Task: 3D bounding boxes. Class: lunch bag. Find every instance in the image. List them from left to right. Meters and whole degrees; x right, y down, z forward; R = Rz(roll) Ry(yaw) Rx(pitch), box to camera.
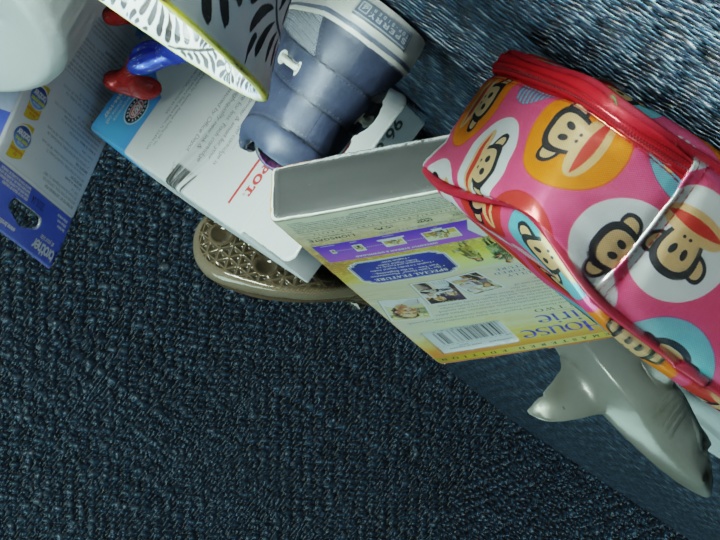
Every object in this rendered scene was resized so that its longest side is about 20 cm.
[{"bbox_3d":[0.121,-0.001,1.174,0.200,0.082,0.176,37,178,-19],"label":"lunch bag"}]

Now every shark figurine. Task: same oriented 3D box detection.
[{"bbox_3d":[0.129,0.058,1.888,0.214,0.089,0.128,43,163,32],"label":"shark figurine"}]

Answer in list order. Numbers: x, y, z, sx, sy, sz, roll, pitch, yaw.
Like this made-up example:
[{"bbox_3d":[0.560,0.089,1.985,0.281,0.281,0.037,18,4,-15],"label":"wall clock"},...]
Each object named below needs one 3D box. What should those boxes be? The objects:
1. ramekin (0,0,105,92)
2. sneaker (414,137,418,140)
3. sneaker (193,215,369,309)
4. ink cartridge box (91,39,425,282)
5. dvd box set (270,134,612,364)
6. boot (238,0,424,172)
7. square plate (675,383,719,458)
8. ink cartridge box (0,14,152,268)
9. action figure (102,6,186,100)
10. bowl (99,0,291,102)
[{"bbox_3d":[-0.210,-0.176,1.495,0.200,0.098,0.201,21,157,9],"label":"ramekin"},{"bbox_3d":[-0.005,-0.043,1.816,0.069,0.100,0.200,34,177,9],"label":"sneaker"},{"bbox_3d":[0.000,0.000,1.758,0.199,0.071,0.076,0,150,-7],"label":"sneaker"},{"bbox_3d":[-0.048,-0.074,1.680,0.200,0.116,0.068,35,178,45],"label":"ink cartridge box"},{"bbox_3d":[0.065,-0.011,1.408,0.146,0.030,0.200,-10,155,23],"label":"dvd box set"},{"bbox_3d":[-0.028,-0.089,1.461,0.073,0.091,0.200,36,177,-5],"label":"boot"},{"bbox_3d":[0.213,0.084,2.006,0.198,0.028,0.200,38,176,-39],"label":"square plate"},{"bbox_3d":[-0.173,-0.113,1.709,0.042,0.201,0.119,17,169,21],"label":"ink cartridge box"},{"bbox_3d":[-0.087,-0.137,1.582,0.051,0.066,0.200,7,171,-20],"label":"action figure"},{"bbox_3d":[-0.086,-0.155,1.054,0.200,0.094,0.201,37,177,2],"label":"bowl"}]
